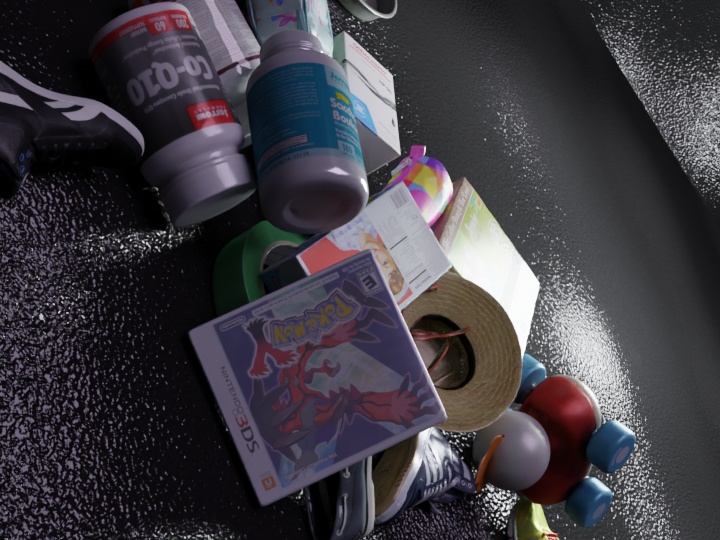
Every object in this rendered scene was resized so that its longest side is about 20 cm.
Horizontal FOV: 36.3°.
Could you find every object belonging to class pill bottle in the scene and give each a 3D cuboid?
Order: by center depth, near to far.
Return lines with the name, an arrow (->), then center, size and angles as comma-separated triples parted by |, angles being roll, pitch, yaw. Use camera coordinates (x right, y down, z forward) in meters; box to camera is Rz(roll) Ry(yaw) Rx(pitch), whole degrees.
pill bottle -> -0.186, -0.157, 1.115 | 0.114, 0.113, 0.201 | -15, 78, -61
pill bottle -> -0.059, -0.147, 1.127 | 0.110, 0.110, 0.202 | 25, 46, -48
pill bottle -> -0.166, -0.237, 1.224 | 0.201, 0.109, 0.109 | 61, 28, -2

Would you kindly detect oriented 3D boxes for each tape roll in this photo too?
tape roll -> -0.075, 0.045, 1.193 | 0.200, 0.048, 0.202 | 39, 36, -36

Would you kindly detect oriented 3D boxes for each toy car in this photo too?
toy car -> 0.197, 0.229, 1.357 | 0.199, 0.178, 0.184 | -15, 41, -40

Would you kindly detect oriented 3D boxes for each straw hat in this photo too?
straw hat -> 0.089, 0.102, 1.317 | 0.199, 0.085, 0.203 | 8, 69, -22

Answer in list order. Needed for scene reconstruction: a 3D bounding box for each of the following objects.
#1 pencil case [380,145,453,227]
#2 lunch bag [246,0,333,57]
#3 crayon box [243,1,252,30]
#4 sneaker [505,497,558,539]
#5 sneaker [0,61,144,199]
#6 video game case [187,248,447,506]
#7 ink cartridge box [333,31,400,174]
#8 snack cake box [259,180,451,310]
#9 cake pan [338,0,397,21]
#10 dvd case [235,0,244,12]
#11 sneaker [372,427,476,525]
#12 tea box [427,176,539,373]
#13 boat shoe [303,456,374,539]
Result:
pencil case -> 0.039, -0.061, 1.340 | 0.089, 0.088, 0.201 | 51, 49, -19
lunch bag -> -0.086, -0.342, 1.311 | 0.160, 0.076, 0.202 | 14, 67, -78
crayon box -> -0.132, -0.370, 1.411 | 0.119, 0.058, 0.202 | -20, 95, -62
sneaker -> 0.250, 0.379, 1.394 | 0.078, 0.090, 0.202 | 21, 47, -48
sneaker -> -0.281, -0.102, 0.967 | 0.199, 0.073, 0.113 | 22, 50, -39
video game case -> -0.042, 0.102, 1.062 | 0.023, 0.198, 0.184 | 101, -35, -82
ink cartridge box -> -0.009, -0.248, 1.537 | 0.116, 0.067, 0.202 | 35, 38, -40
snack cake box -> 0.000, 0.000, 1.181 | 0.200, 0.067, 0.116 | -37, 100, -44
cake pan -> -0.015, -0.486, 1.770 | 0.200, 0.037, 0.202 | 40, 35, -35
dvd case -> -0.181, -0.378, 1.320 | 0.017, 0.143, 0.202 | -15, 75, -16
sneaker -> 0.069, 0.244, 1.235 | 0.109, 0.070, 0.200 | 54, 26, -11
tea box -> 0.122, 0.022, 1.448 | 0.197, 0.133, 0.200 | 51, 30, -16
boat shoe -> -0.030, 0.177, 1.091 | 0.061, 0.072, 0.202 | -14, 100, -47
